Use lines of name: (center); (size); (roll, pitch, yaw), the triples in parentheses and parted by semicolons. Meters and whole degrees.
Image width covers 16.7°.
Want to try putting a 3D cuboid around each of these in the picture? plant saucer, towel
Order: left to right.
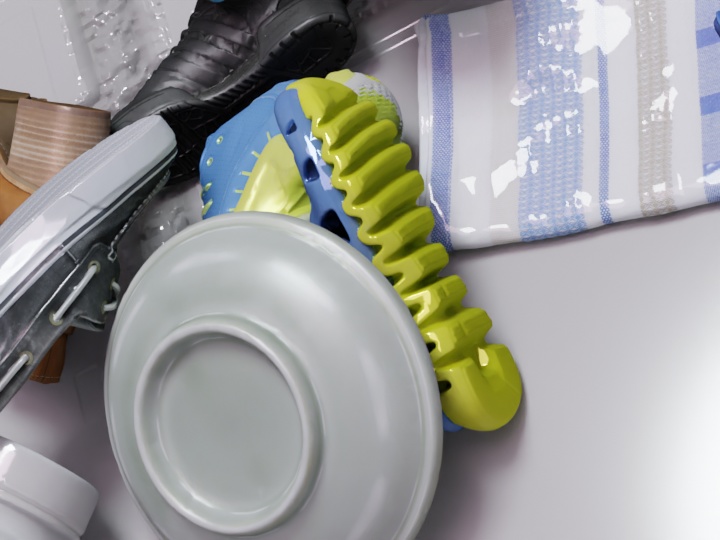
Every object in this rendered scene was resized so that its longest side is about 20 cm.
plant saucer: (-0.056, 0.073, 1.206); (0.199, 0.050, 0.202); (6, 101, 30)
towel: (0.120, -0.090, 1.274); (0.199, 0.024, 0.148); (-10, 62, 22)

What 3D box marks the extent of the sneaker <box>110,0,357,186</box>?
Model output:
sneaker: (-0.070, -0.133, 1.375); (0.199, 0.060, 0.105); (-32, 48, 12)

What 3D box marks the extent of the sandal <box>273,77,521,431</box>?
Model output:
sandal: (0.000, 0.000, 1.230); (0.087, 0.079, 0.201); (-27, 82, 29)

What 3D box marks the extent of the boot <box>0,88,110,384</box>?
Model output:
boot: (-0.211, -0.024, 1.386); (0.200, 0.073, 0.156); (17, 98, 58)

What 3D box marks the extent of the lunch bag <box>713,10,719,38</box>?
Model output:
lunch bag: (0.247, -0.068, 1.127); (0.132, 0.136, 0.201); (-33, 55, 8)

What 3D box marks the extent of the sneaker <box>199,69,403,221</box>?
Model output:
sneaker: (-0.054, -0.018, 1.310); (0.105, 0.076, 0.201); (20, 76, 52)

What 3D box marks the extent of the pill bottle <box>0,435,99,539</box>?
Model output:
pill bottle: (-0.212, 0.186, 1.252); (0.110, 0.111, 0.201); (16, 74, 33)

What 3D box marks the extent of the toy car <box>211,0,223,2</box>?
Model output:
toy car: (-0.011, -0.213, 1.257); (0.185, 0.177, 0.200); (-48, 57, -4)

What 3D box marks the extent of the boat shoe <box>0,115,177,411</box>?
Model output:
boat shoe: (-0.159, 0.006, 1.264); (0.200, 0.071, 0.072); (-46, 16, -15)
